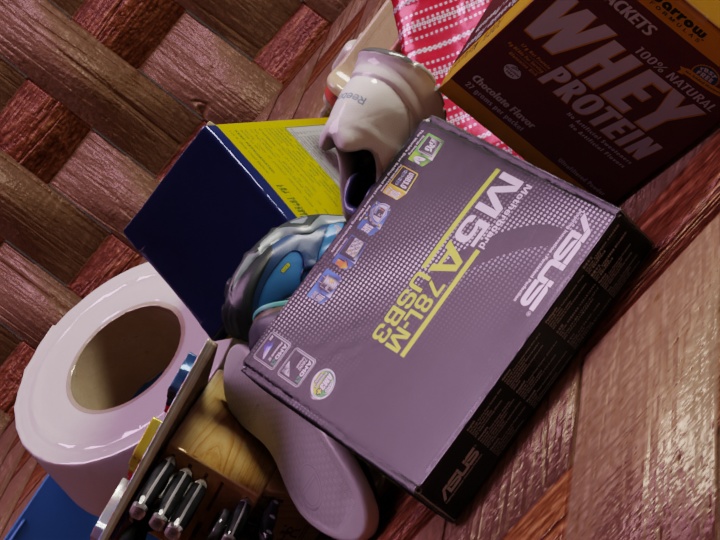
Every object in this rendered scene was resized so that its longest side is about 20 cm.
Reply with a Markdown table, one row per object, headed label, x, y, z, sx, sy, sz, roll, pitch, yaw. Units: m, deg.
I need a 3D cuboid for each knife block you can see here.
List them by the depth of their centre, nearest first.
| label | x | y | z | sx | sy | sz | roll | pitch | yaw |
| --- | --- | --- | --- | --- | --- | --- | --- | --- | --- |
| knife block | -0.112 | 0.136 | 1.640 | 0.200 | 0.175 | 0.064 | 48 | 115 | 42 |

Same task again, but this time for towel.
| label | x | y | z | sx | sy | sz | roll | pitch | yaw |
| --- | --- | --- | --- | --- | --- | --- | --- | --- | --- |
| towel | 0.097 | -0.147 | 1.711 | 0.144 | 0.022 | 0.201 | -22 | 54 | 16 |

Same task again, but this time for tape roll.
| label | x | y | z | sx | sy | sz | roll | pitch | yaw |
| --- | --- | --- | --- | --- | --- | --- | --- | --- | --- |
| tape roll | -0.158 | 0.085 | 1.888 | 0.201 | 0.071 | 0.203 | -23 | 39 | 20 |

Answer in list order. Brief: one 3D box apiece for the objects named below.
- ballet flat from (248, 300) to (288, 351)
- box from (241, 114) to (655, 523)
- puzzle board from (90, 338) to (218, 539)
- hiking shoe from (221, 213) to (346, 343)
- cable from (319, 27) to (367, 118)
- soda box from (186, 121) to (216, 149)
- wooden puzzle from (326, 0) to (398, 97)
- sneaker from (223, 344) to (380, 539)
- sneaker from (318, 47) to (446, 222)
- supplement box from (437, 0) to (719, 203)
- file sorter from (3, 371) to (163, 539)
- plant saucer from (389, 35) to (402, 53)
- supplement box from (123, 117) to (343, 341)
| label | x | y | z | sx | sy | sz | roll | pitch | yaw |
| --- | --- | --- | --- | --- | --- | --- | --- | --- | --- |
| ballet flat | 0.030 | 0.039 | 1.595 | 0.199 | 0.074 | 0.073 | -13 | 8 | -5 |
| box | 0.047 | 0.023 | 1.485 | 0.200 | 0.047 | 0.193 | -53 | 38 | -4 |
| puzzle board | -0.141 | 0.127 | 1.678 | 0.151 | 0.017 | 0.200 | -61 | -1 | -13 |
| hiking shoe | 0.000 | 0.000 | 1.693 | 0.199 | 0.075 | 0.087 | -25 | 32 | -29 |
| cable | 0.014 | -0.185 | 1.903 | 0.097 | 0.050 | 0.201 | -56 | -8 | -41 |
| soda box | -0.061 | -0.029 | 1.984 | 0.068 | 0.200 | 0.064 | -55 | 6 | -10 |
| wooden puzzle | 0.102 | -0.158 | 1.802 | 0.200 | 0.185 | 0.037 | -51 | -21 | -3 |
| sneaker | -0.007 | 0.105 | 1.639 | 0.200 | 0.099 | 0.071 | 48 | 133 | 51 |
| sneaker | 0.027 | -0.044 | 1.613 | 0.074 | 0.201 | 0.087 | 8 | 49 | 44 |
| supplement box | 0.182 | -0.179 | 1.560 | 0.197 | 0.133 | 0.200 | -41 | 15 | 52 |
| file sorter | -0.189 | 0.192 | 2.009 | 0.201 | 0.138 | 0.123 | -57 | 7 | -25 |
| plant saucer | 0.099 | -0.114 | 1.727 | 0.199 | 0.037 | 0.201 | -13 | 56 | 20 |
| supplement box | -0.055 | -0.033 | 1.829 | 0.110 | 0.109 | 0.200 | -50 | -20 | 25 |
